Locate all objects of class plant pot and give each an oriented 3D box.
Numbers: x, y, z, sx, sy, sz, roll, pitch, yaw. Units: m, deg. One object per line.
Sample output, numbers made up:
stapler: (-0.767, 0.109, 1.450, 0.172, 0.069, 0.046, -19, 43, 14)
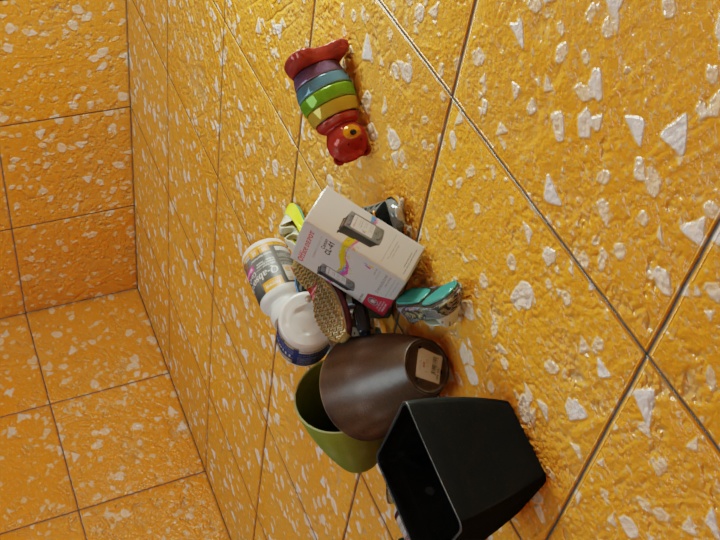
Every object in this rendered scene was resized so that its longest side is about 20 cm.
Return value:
plant pot: (0.156, 0.301, 1.450, 0.201, 0.175, 0.201, 108, 142, -54)
plant pot: (0.058, 0.183, 1.662, 0.199, 0.185, 0.190, -27, 76, 53)
plant pot: (-0.021, 0.302, 1.915, 0.188, 0.185, 0.202, 54, 164, 44)

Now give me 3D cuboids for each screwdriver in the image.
screwdriver: (-0.009, 0.034, 1.732, 0.029, 0.027, 0.202, 74, -178, -53)

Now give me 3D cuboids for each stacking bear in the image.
stacking bear: (-0.049, -0.288, 1.731, 0.202, 0.120, 0.114, 67, 155, 6)

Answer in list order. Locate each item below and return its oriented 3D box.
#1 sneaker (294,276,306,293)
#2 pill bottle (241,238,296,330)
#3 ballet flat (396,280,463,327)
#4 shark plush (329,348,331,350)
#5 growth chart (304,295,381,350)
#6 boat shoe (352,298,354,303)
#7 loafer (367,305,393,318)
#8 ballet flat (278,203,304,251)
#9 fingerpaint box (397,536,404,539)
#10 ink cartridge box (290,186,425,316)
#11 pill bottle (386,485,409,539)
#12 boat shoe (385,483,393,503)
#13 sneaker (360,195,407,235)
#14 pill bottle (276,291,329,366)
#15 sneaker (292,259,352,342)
sneaker: (-0.087, -0.018, 1.970, 0.083, 0.070, 0.203, -32, 52, 55)
pill bottle: (-0.189, 0.034, 2.226, 0.117, 0.115, 0.201, 105, 145, -49)
ballet flat: (0.124, 0.058, 1.563, 0.200, 0.071, 0.073, 169, 88, -68)
shark plush: (-0.043, 0.092, 2.022, 0.083, 0.090, 0.202, 39, 119, 28)
growth chart: (-0.010, 0.123, 1.798, 0.018, 0.144, 0.202, -39, 72, 44)
boat shoe: (-0.029, 0.051, 1.920, 0.071, 0.063, 0.202, -75, -10, -46)
loafer: (0.000, 0.000, 1.810, 0.076, 0.067, 0.202, 113, 139, -55)
ballet flat: (-0.139, -0.081, 2.106, 0.201, 0.066, 0.068, -126, 30, -44)
fingerpaint box: (0.108, 0.620, 1.876, 0.201, 0.072, 0.168, 110, 142, -53)
ink cartridge box: (-0.008, -0.030, 1.655, 0.198, 0.086, 0.148, 30, 151, 1)
pill bottle: (0.126, 0.441, 1.683, 0.115, 0.113, 0.202, 107, 144, -51)
boat shoe: (0.082, 0.350, 1.828, 0.074, 0.062, 0.203, -89, 2, -61)
sneaker: (0.021, -0.080, 1.706, 0.200, 0.076, 0.080, 162, 96, -67)
pill bottle: (-0.109, 0.123, 1.890, 0.200, 0.109, 0.112, 108, 144, -70)
sneaker: (-0.045, 0.042, 1.748, 0.075, 0.089, 0.202, -49, 53, 34)
